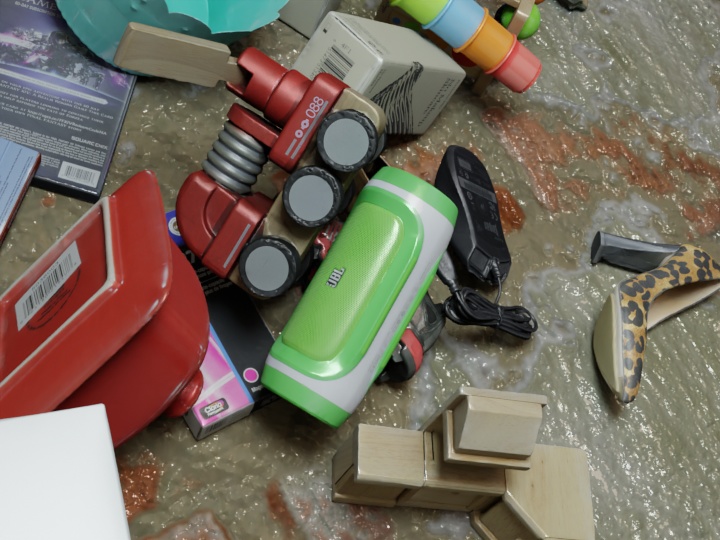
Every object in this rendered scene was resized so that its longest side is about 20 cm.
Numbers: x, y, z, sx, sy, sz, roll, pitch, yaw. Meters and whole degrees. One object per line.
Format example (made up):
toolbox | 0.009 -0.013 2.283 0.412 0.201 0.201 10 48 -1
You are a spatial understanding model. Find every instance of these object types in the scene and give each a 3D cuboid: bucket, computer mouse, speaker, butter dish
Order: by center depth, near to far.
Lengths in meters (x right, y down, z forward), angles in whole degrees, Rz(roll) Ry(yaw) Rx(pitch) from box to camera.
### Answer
butter dish | -0.179 0.058 0.810 0.148 0.200 0.200 41 13 -32
speaker | 0.000 0.021 0.868 0.088 0.088 0.201 30 82 -1
bucket | -0.175 -0.284 0.981 0.206 0.134 0.210 15 67 -39
computer mouse | 0.088 -0.028 0.998 0.140 0.046 0.202 12 57 -50

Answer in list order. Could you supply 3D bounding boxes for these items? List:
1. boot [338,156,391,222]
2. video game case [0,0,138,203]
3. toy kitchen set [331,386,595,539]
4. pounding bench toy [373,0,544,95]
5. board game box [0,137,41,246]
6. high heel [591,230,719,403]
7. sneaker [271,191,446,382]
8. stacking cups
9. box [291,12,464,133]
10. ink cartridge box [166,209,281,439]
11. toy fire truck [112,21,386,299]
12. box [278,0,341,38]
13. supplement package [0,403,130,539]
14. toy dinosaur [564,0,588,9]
boot | -0.016 -0.114 1.016 0.073 0.076 0.201 -27 73 -27
video game case | -0.282 -0.166 0.984 0.141 0.019 0.202 16 58 -11
toy kitchen set | 0.093 0.205 0.825 0.198 0.163 0.182 9 60 -14
pounding bench toy | 0.121 -0.304 1.092 0.155 0.200 0.125 26 57 -3
board game box | -0.345 -0.028 0.875 0.102 0.019 0.202 21 63 -8
high heel | 0.296 0.049 1.033 0.141 0.072 0.202 12 50 -6
sneaker | 0.000 0.000 0.960 0.098 0.071 0.201 -38 81 -31
stacking cups | 0.091 -0.241 1.030 0.199 0.060 0.061 34 55 -17
box | 0.018 -0.175 0.990 0.068 0.082 0.199 44 24 15
ink cartridge box | -0.142 0.034 0.915 0.094 0.037 0.201 -23 70 -28
toy fire truck | -0.101 -0.096 0.844 0.199 0.129 0.177 34 102 1
box | -0.106 -0.331 1.100 0.199 0.082 0.069 34 56 -1
supplement package | -0.221 0.184 0.704 0.116 0.200 0.118 -7 65 -22
toy dinosaur | 0.180 -0.366 1.241 0.198 0.048 0.089 18 65 -5
